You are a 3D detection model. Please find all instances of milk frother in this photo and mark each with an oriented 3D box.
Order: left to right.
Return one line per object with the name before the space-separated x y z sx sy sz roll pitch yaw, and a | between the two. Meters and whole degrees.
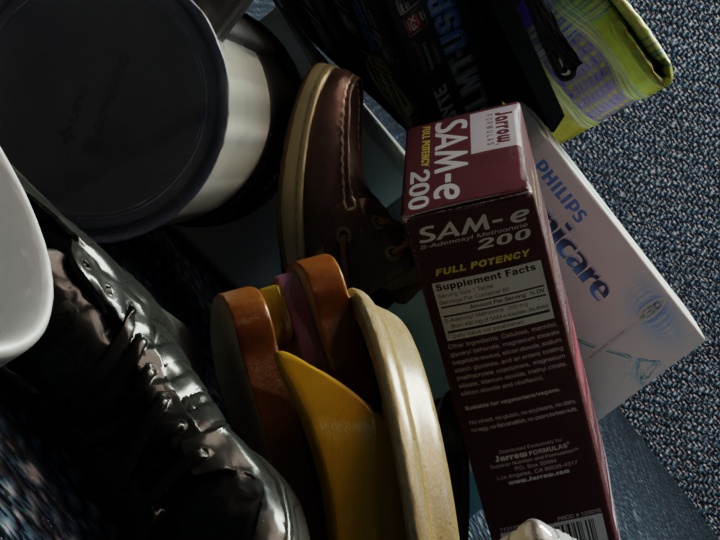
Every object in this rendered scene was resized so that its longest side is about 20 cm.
milk frother | -0.124 -0.120 0.734 0.199 0.182 0.188 22 5 6

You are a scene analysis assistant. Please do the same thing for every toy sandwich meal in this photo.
toy sandwich meal | -0.012 0.094 0.597 0.205 0.070 0.207 173 -90 -82

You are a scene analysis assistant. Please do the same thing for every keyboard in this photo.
keyboard | 0.064 -0.148 0.800 0.127 0.021 0.200 39 -13 46

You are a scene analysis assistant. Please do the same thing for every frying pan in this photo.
frying pan | 0.042 0.126 0.759 0.190 0.031 0.116 61 32 -66

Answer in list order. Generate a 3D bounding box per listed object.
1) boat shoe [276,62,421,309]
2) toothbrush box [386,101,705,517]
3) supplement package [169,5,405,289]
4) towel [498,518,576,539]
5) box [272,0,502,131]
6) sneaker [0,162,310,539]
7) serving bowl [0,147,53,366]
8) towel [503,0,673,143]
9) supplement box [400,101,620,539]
boat shoe | 0.000 0.000 0.759 0.072 0.071 0.202 40 51 -77
toothbrush box | 0.059 0.032 0.850 0.147 0.200 0.085 50 8 -18
supplement package | -0.023 -0.035 0.951 0.200 0.121 0.120 47 9 -34
towel | 0.106 0.217 0.646 0.200 0.085 0.166 45 22 -44
box | -0.013 -0.174 0.862 0.198 0.050 0.200 44 -10 36
sneaker | -0.090 0.035 0.530 0.104 0.060 0.200 46 5 -40
serving bowl | -0.167 -0.040 0.390 0.200 0.066 0.200 51 8 -10
towel | 0.087 -0.132 0.861 0.144 0.023 0.200 47 -14 -6
supplement box | 0.072 0.036 0.737 0.109 0.060 0.201 -84 160 -64
